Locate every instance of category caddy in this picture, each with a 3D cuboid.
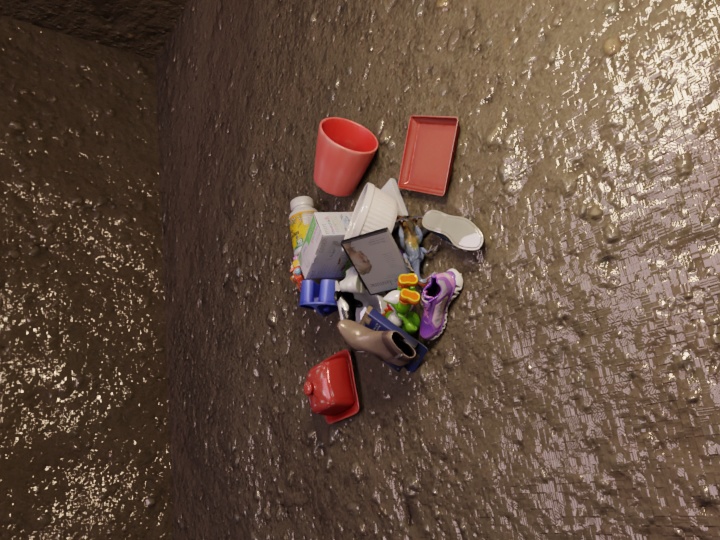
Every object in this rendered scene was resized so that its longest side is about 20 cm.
[{"bbox_3d":[-0.113,0.092,1.879,0.137,0.199,0.109,-1,81,18],"label":"caddy"}]

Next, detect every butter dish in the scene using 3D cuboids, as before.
[{"bbox_3d":[-0.114,0.369,1.884,0.198,0.145,0.206,-33,61,46],"label":"butter dish"}]

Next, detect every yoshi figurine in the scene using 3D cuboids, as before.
[{"bbox_3d":[0.129,0.104,1.604,0.112,0.111,0.203,44,147,22],"label":"yoshi figurine"}]

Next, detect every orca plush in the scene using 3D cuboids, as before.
[{"bbox_3d":[-0.029,0.105,1.722,0.069,0.107,0.203,-17,40,12],"label":"orca plush"}]

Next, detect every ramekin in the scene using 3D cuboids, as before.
[{"bbox_3d":[0.030,-0.130,1.662,0.200,0.102,0.206,-159,89,-82],"label":"ramekin"}]

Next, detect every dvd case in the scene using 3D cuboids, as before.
[{"bbox_3d":[0.048,-0.020,1.609,0.139,0.202,0.018,-14,39,22],"label":"dvd case"}]

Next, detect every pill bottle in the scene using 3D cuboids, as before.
[{"bbox_3d":[-0.189,-0.147,2.069,0.112,0.110,0.206,-33,61,46],"label":"pill bottle"}]

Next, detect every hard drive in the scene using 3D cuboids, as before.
[{"bbox_3d":[0.062,-0.159,1.801,0.200,0.025,0.135,-46,52,41],"label":"hard drive"}]

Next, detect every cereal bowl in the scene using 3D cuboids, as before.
[{"bbox_3d":[0.031,0.140,1.764,0.198,0.081,0.207,-10,78,53],"label":"cereal bowl"}]

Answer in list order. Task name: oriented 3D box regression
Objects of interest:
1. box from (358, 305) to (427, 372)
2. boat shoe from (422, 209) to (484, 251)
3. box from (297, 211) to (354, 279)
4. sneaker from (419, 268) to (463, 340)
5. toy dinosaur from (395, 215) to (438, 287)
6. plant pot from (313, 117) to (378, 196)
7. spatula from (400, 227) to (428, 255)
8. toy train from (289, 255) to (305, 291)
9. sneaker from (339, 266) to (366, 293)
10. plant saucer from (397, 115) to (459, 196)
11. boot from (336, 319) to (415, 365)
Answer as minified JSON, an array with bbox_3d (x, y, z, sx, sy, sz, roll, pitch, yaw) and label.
[{"bbox_3d":[0.079,0.198,1.627,0.197,0.032,0.123,34,134,8],"label":"box"},{"bbox_3d":[0.242,-0.095,1.518,0.197,0.061,0.077,23,89,43],"label":"boat shoe"},{"bbox_3d":[-0.081,-0.073,1.834,0.098,0.171,0.202,66,147,34],"label":"box"},{"bbox_3d":[0.189,0.087,1.554,0.080,0.086,0.205,42,120,45],"label":"sneaker"},{"bbox_3d":[0.157,-0.054,1.631,0.200,0.102,0.188,-116,16,-77],"label":"toy dinosaur"},{"bbox_3d":[-0.060,-0.346,1.865,0.202,0.195,0.180,57,138,38],"label":"plant pot"},{"bbox_3d":[0.140,-0.065,1.689,0.200,0.020,0.058,-49,49,38],"label":"spatula"},{"bbox_3d":[-0.198,0.042,2.006,0.054,0.202,0.152,-23,49,1],"label":"toy train"},{"bbox_3d":[0.000,0.000,1.739,0.078,0.200,0.072,-8,113,31],"label":"sneaker"},{"bbox_3d":[0.191,-0.315,1.634,0.198,0.036,0.207,21,104,52],"label":"plant saucer"},{"bbox_3d":[0.048,0.179,1.547,0.145,0.198,0.072,-24,36,57],"label":"boot"}]
